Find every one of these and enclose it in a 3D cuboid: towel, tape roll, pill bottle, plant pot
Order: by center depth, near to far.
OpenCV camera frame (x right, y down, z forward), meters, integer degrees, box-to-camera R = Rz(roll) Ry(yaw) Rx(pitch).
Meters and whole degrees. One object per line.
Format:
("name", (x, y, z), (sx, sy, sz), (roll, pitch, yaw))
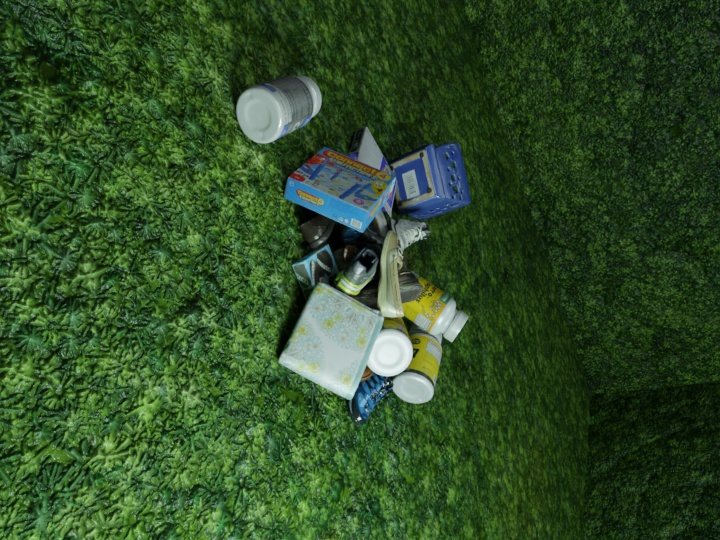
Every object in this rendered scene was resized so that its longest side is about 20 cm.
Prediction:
("towel", (-0.055, 0.140, 1.117), (0.169, 0.048, 0.202), (27, 61, -4))
("pill bottle", (-0.168, -0.354, 1.166), (0.115, 0.112, 0.200), (65, 33, -17))
("pill bottle", (0.056, 0.156, 1.279), (0.200, 0.110, 0.113), (-103, 169, -73))
("tape roll", (0.014, -0.106, 1.439), (0.202, 0.037, 0.206), (31, 52, -51))
("pill bottle", (0.185, 0.100, 1.450), (0.199, 0.114, 0.113), (35, 32, 11))
("pill bottle", (0.158, 0.244, 1.461), (0.115, 0.113, 0.201), (56, 36, -29))
("plant pot", (0.202, -0.274, 1.668), (0.178, 0.198, 0.204), (-9, 85, -52))

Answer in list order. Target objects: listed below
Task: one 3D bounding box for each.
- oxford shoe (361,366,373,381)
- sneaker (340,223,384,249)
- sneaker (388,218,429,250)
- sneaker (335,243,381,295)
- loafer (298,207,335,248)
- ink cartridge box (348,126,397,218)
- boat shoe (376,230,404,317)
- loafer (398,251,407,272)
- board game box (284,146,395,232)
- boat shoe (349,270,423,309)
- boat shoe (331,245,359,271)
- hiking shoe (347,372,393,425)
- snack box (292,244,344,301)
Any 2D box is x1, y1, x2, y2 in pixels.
("oxford shoe", (-0.025, 0.202, 1.201), (0.199, 0.071, 0.072), (16, 95, -56))
("sneaker", (0.016, -0.088, 1.332), (0.200, 0.072, 0.083), (39, 33, -53))
("sneaker", (0.138, -0.105, 1.503), (0.201, 0.113, 0.077), (-84, 168, -68))
("sneaker", (0.016, -0.016, 1.216), (0.074, 0.081, 0.200), (38, 31, -1))
("loafer", (-0.087, -0.140, 1.252), (0.071, 0.072, 0.202), (46, 37, -24))
("ink cartridge box", (0.035, -0.270, 1.511), (0.199, 0.043, 0.202), (56, 27, -30))
("boat shoe", (0.075, 0.007, 1.220), (0.073, 0.062, 0.204), (77, 18, -63))
("loafer", (0.095, 0.005, 1.490), (0.068, 0.075, 0.201), (53, 38, -23))
("board game box", (-0.042, -0.191, 1.240), (0.196, 0.197, 0.057), (-55, 166, -51))
("boat shoe", (0.053, 0.042, 1.300), (0.197, 0.075, 0.074), (-4, 52, -27))
("boat shoe", (0.000, 0.000, 1.342), (0.200, 0.064, 0.072), (40, 53, -40))
("hiking shoe", (0.031, 0.272, 1.268), (0.075, 0.086, 0.201), (58, 35, -26))
("snack box", (-0.076, 0.055, 1.226), (0.116, 0.037, 0.203), (-40, 112, -56))
